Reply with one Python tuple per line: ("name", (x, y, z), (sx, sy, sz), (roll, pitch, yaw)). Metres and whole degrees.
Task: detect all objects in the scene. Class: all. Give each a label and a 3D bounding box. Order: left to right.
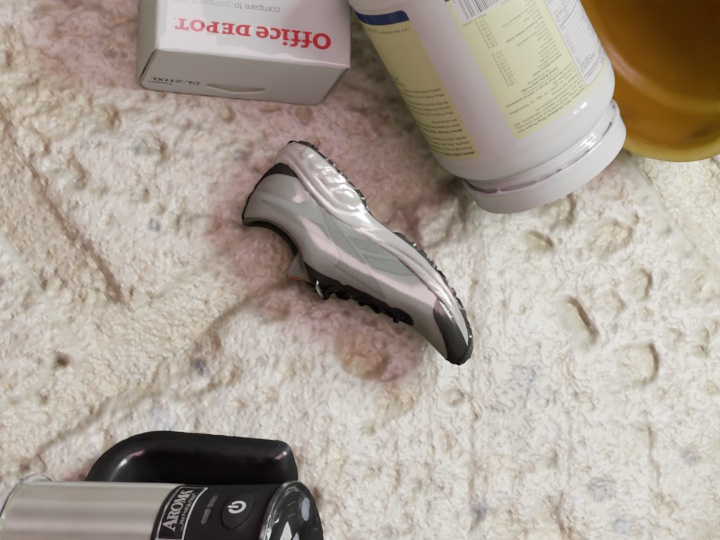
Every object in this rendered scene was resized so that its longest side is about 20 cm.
("milk frother", (-0.113, 0.220, 1.329), (0.187, 0.181, 0.201), (0, 109, 19))
("ink cartridge box", (-0.082, -0.232, 1.455), (0.145, 0.083, 0.201), (4, 76, -15))
("sneaker", (0.000, 0.000, 1.439), (0.200, 0.074, 0.079), (43, 80, 4))
("supplement tub", (0.092, -0.156, 1.427), (0.145, 0.145, 0.200), (-39, 116, -19))
("plant pot", (0.254, -0.213, 1.495), (0.201, 0.201, 0.189), (47, 55, -1))
